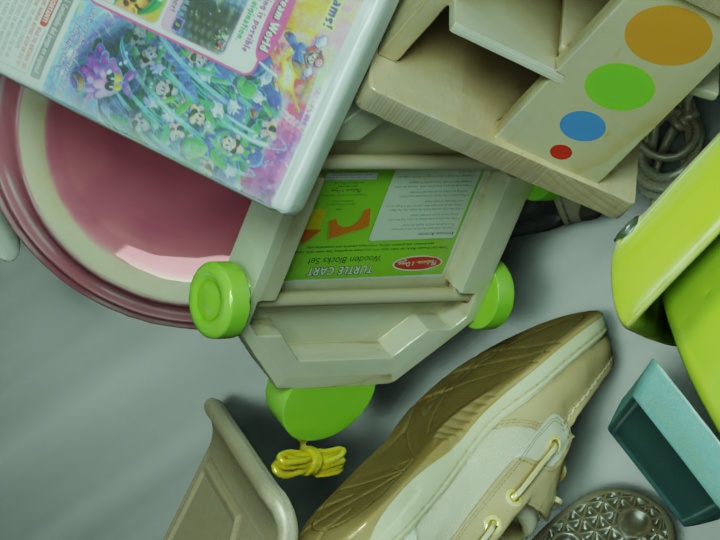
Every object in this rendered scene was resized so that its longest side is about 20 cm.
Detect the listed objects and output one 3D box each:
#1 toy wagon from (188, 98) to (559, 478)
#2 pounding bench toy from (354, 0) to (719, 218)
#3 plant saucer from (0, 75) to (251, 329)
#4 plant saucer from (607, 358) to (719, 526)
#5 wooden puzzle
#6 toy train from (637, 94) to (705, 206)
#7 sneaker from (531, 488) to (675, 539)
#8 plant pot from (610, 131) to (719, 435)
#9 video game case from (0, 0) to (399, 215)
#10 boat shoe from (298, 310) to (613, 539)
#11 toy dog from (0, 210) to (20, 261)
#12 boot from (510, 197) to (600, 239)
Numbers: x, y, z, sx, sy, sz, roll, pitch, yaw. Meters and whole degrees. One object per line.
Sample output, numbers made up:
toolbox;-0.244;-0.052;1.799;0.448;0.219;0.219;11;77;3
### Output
toy wagon;0.000;0.000;1.224;0.040;0.155;0.200;49;128;40
pounding bench toy;0.098;-0.158;1.157;0.124;0.200;0.156;23;139;-18
plant saucer;-0.070;-0.063;1.244;0.200;0.051;0.201;1;111;3
plant saucer;0.132;0.078;1.215;0.019;0.200;0.070;-37;83;-4
wooden puzzle;-0.077;0.170;1.272;0.037;0.185;0.200;20;96;-14
toy train;0.162;-0.105;1.241;0.085;0.116;0.200;4;91;-20
sneaker;0.081;0.192;1.298;0.070;0.076;0.200;25;73;10
plant pot;0.223;0.009;1.205;0.181;0.200;0.199;45;98;13
video game case;-0.062;-0.149;1.139;0.182;0.024;0.200;27;95;15
boat shoe;0.052;0.090;1.259;0.074;0.200;0.069;-16;109;50
toy dog;-0.214;-0.041;1.303;0.132;0.200;0.096;11;124;7
boot;0.010;-0.092;1.305;0.150;0.073;0.200;-22;94;10
